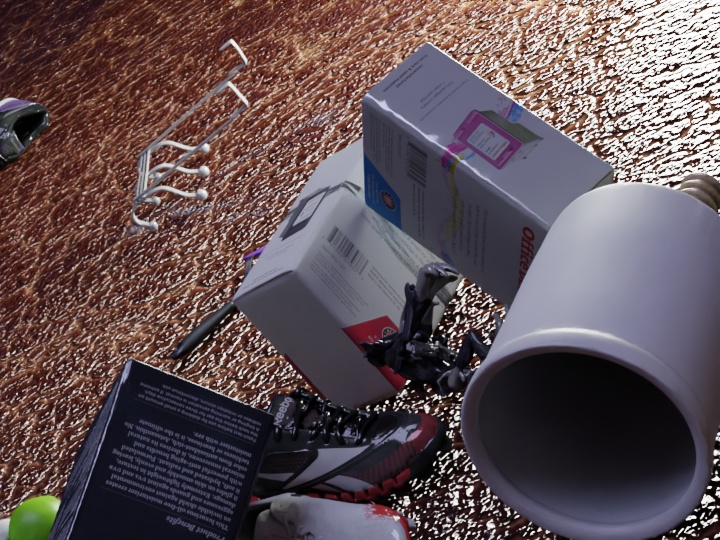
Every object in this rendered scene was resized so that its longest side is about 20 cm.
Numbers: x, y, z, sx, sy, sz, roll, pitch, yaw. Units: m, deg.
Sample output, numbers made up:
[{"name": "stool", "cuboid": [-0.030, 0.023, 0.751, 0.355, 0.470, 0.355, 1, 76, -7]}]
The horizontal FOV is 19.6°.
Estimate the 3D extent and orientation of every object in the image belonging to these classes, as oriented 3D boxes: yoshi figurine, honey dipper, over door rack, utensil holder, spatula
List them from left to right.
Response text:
[{"name": "yoshi figurine", "cuboid": [-0.311, 0.261, 1.781, 0.112, 0.113, 0.200, 10, 45, 36]}, {"name": "over door rack", "cuboid": [-0.185, -0.148, 2.381, 0.200, 0.066, 0.148, -50, 19, 19]}, {"name": "spatula", "cuboid": [-0.123, 0.019, 2.068, 0.200, 0.021, 0.056, -52, 16, -28]}, {"name": "utensil holder", "cuboid": [0.176, 0.059, 1.436, 0.169, 0.170, 0.200, -19, 26, 32]}, {"name": "honey dipper", "cuboid": [0.238, 0.001, 1.623, 0.038, 0.038, 0.200, -13, 35, 40]}]

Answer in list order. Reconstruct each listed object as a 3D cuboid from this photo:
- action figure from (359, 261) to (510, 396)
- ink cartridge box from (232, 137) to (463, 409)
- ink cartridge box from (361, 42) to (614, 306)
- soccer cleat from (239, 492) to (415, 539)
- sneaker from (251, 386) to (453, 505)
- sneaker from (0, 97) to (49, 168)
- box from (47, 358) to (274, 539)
[{"name": "action figure", "cuboid": [0.083, 0.055, 1.628, 0.200, 0.118, 0.103, 16, 86, 53]}, {"name": "ink cartridge box", "cuboid": [0.000, 0.000, 1.788, 0.083, 0.145, 0.200, -27, 23, 41]}, {"name": "ink cartridge box", "cuboid": [0.101, -0.066, 1.677, 0.200, 0.145, 0.085, 38, 64, 24]}, {"name": "soccer cleat", "cuboid": [-0.031, 0.198, 1.529, 0.085, 0.069, 0.200, 4, 1, -29]}, {"name": "sneaker", "cuboid": [-0.025, 0.136, 1.635, 0.200, 0.098, 0.071, -15, 28, 35]}, {"name": "sneaker", "cuboid": [-0.510, -0.169, 2.859, 0.087, 0.076, 0.200, 6, 46, 48]}, {"name": "box", "cuboid": [-0.164, 0.205, 1.510, 0.200, 0.123, 0.199, 125, 165, -59]}]
